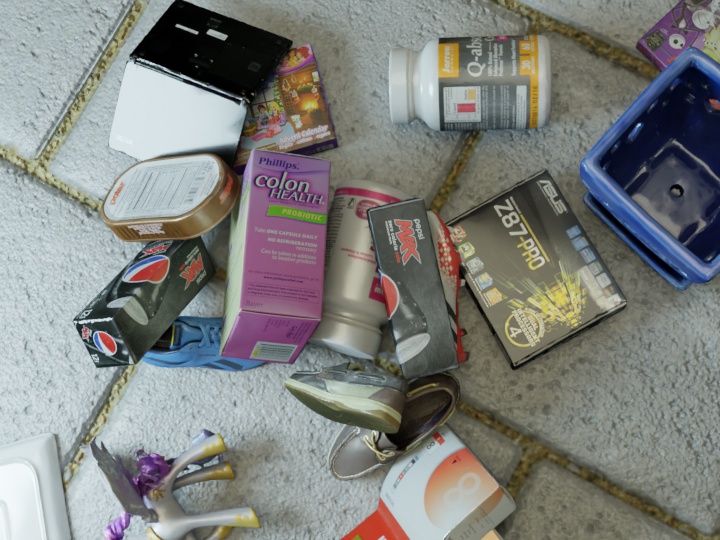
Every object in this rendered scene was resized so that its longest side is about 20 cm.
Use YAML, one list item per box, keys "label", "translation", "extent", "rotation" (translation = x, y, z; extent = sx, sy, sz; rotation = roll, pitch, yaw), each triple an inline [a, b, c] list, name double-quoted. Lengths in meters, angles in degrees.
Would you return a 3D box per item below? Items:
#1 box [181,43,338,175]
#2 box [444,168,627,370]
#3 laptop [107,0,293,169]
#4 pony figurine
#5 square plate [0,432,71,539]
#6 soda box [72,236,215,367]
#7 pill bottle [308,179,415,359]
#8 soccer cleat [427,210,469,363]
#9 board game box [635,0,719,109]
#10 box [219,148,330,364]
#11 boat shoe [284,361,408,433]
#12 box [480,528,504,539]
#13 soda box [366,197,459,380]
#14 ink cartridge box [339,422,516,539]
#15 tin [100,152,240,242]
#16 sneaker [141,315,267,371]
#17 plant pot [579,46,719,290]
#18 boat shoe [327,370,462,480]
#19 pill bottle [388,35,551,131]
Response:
- label: "box"
  translation: [-0.141, -0.203, 1.454]
  extent: [0.199, 0.039, 0.138]
  rotation: [-16, 77, 3]
- label: "box"
  translation: [0.210, -0.001, 1.373]
  extent: [0.160, 0.049, 0.201]
  rotation: [-27, 75, -2]
- label: "laptop"
  translation: [-0.209, -0.231, 1.442]
  extent: [0.176, 0.104, 0.201]
  rotation: [22, 56, 10]
- label: "pony figurine"
  translation: [-0.246, 0.273, 1.326]
  extent: [0.199, 0.167, 0.194]
  rotation: [-24, 85, -15]
- label: "square plate"
  translation: [-0.466, 0.322, 1.387]
  extent: [0.199, 0.028, 0.200]
  rotation: [-14, 78, 3]
- label: "soda box"
  translation: [-0.256, 0.029, 1.335]
  extent: [0.063, 0.200, 0.071]
  rotation: [-5, 121, 28]
- label: "pill bottle"
  translation: [0.000, 0.000, 1.361]
  extent: [0.113, 0.113, 0.201]
  rotation: [14, 81, 8]
- label: "soccer cleat"
  translation: [0.081, 0.030, 1.342]
  extent: [0.085, 0.069, 0.202]
  rotation: [-10, 100, -21]
- label: "board game box"
  translation: [0.465, -0.261, 1.412]
  extent: [0.120, 0.032, 0.200]
  rotation: [-44, 78, 0]
- label: "box"
  translation: [-0.103, -0.011, 1.317]
  extent: [0.096, 0.176, 0.201]
  rotation: [6, 67, -12]
- label: "boat shoe"
  translation: [-0.013, 0.143, 1.318]
  extent: [0.072, 0.200, 0.066]
  rotation: [44, 69, -32]
- label: "box"
  translation: [0.120, 0.411, 1.269]
  extent: [0.200, 0.106, 0.152]
  rotation: [-41, 78, -4]
- label: "soda box"
  translation: [0.060, 0.020, 1.281]
  extent: [0.070, 0.063, 0.201]
  rotation: [-13, 94, -1]
- label: "ink cartridge box"
  translation: [0.061, 0.283, 1.281]
  extent: [0.200, 0.162, 0.050]
  rotation: [-38, 119, -5]
- label: "tin"
  translation: [-0.237, -0.092, 1.365]
  extent: [0.199, 0.042, 0.112]
  rotation: [-2, 49, 34]
- label: "sneaker"
  translation: [-0.190, 0.089, 1.382]
  extent: [0.198, 0.078, 0.066]
  rotation: [-2, 76, 4]
- label: "plant pot"
  translation: [0.386, -0.105, 1.309]
  extent: [0.200, 0.180, 0.200]
  rotation: [44, 86, 13]
- label: "boat shoe"
  translation: [0.037, 0.190, 1.326]
  extent: [0.200, 0.060, 0.072]
  rotation: [-37, 96, 12]
- label: "pill bottle"
  translation: [0.138, -0.235, 1.394]
  extent: [0.198, 0.116, 0.117]
  rotation: [-1, 78, 5]
